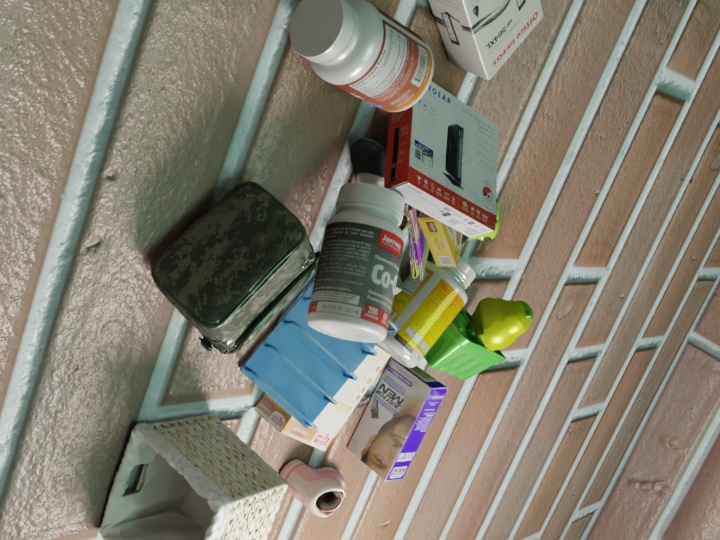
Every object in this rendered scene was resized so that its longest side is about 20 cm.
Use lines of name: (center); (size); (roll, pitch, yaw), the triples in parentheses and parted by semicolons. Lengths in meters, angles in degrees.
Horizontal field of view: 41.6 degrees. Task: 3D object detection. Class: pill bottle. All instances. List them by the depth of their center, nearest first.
pill bottle: (0.002, -0.284, 1.219); (0.199, 0.112, 0.113); (14, 106, -54)
pill bottle: (-0.001, -0.011, 1.311); (0.114, 0.113, 0.202); (33, 64, -56)
pill bottle: (0.110, 0.061, 1.642); (0.200, 0.109, 0.109); (-50, 146, -9)

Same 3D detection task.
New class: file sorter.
file sorter: (-0.060, 0.118, 1.409); (0.200, 0.139, 0.123); (-50, -174, -10)

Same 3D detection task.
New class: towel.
towel: (0.093, -0.096, 1.490); (0.201, 0.022, 0.145); (78, 21, -54)

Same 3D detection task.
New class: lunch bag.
lunch bag: (-0.153, 0.006, 1.250); (0.200, 0.139, 0.168); (-46, 162, -14)

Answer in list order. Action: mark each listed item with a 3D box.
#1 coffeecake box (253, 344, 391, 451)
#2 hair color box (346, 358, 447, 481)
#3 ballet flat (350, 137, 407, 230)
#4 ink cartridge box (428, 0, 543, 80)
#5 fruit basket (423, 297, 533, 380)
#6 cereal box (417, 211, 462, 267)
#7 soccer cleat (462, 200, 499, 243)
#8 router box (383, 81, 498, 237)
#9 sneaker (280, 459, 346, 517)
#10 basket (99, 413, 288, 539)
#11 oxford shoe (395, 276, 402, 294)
coffeecake box: (-0.059, 0.183, 1.559); (0.201, 0.073, 0.153); (-55, 147, -3)
hair color box: (0.067, 0.277, 1.765); (0.065, 0.109, 0.202); (7, 111, -53)
ballet flat: (0.032, -0.118, 1.424); (0.073, 0.073, 0.200); (-50, 148, -9)
ink cartridge box: (0.179, -0.402, 1.370); (0.146, 0.084, 0.200); (-49, 145, -11)
fruit basket: (0.213, 0.101, 1.760); (0.214, 0.156, 0.217); (-27, 147, -19)
cereal box: (0.139, -0.127, 1.506); (0.144, 0.039, 0.202); (61, 36, -54)
soccer cleat: (0.176, -0.084, 1.657); (0.199, 0.067, 0.082); (-15, 113, -48)
router box: (0.122, -0.168, 1.395); (0.199, 0.049, 0.182); (23, 63, -40)
sneaker: (-0.062, 0.406, 1.715); (0.076, 0.104, 0.200); (-56, 147, -3)
basket: (-0.236, 0.340, 1.355); (0.160, 0.199, 0.200); (-4, 121, -52)
oxford shoe: (0.000, 0.000, 1.498); (0.057, 0.076, 0.200); (-26, 150, 20)
